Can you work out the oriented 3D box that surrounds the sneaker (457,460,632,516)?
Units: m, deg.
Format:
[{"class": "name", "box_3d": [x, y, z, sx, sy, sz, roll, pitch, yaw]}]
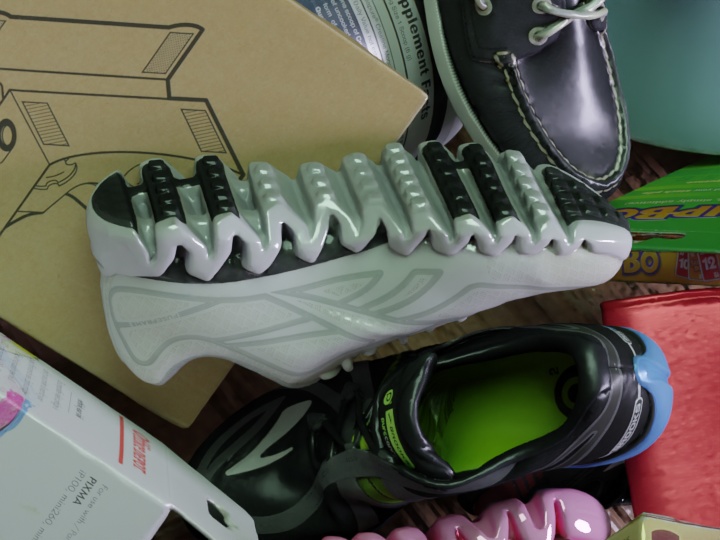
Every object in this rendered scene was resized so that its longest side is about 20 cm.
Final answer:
[{"class": "sneaker", "box_3d": [0.134, 0.065, 1.158, 0.200, 0.071, 0.098, -23, 71, -18]}]

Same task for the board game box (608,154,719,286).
[{"class": "board game box", "box_3d": [0.163, -0.027, 1.189, 0.095, 0.030, 0.200, 3, 14, 37]}]

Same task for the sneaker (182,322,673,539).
[{"class": "sneaker", "box_3d": [0.017, 0.057, 1.093, 0.199, 0.083, 0.071, -16, 72, 22]}]

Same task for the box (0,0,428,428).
[{"class": "box", "box_3d": [-0.101, -0.055, 1.077, 0.200, 0.164, 0.021, 33, 8, -20]}]

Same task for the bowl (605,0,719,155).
[{"class": "bowl", "box_3d": [0.161, -0.147, 1.267, 0.201, 0.105, 0.201, 0, 37, 0]}]

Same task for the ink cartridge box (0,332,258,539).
[{"class": "ink cartridge box", "box_3d": [-0.133, 0.067, 1.034, 0.200, 0.116, 0.068, 34, 94, -7]}]

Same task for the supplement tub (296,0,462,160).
[{"class": "supplement tub", "box_3d": [-0.040, -0.091, 1.195, 0.200, 0.140, 0.140, -28, 63, -28]}]

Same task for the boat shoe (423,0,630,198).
[{"class": "boat shoe", "box_3d": [0.065, -0.120, 1.143, 0.074, 0.060, 0.200, -16, 87, -39]}]

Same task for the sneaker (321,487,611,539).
[{"class": "sneaker", "box_3d": [0.015, 0.147, 1.078, 0.200, 0.079, 0.095, -12, 68, -18]}]

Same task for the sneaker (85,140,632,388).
[{"class": "sneaker", "box_3d": [0.000, 0.000, 1.071, 0.200, 0.081, 0.075, -2, 25, -3]}]

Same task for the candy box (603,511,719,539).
[{"class": "candy box", "box_3d": [0.136, 0.192, 0.983, 0.115, 0.055, 0.200, 11, 62, -20]}]

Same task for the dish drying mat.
[{"class": "dish drying mat", "box_3d": [0.145, 0.105, 1.109, 0.077, 0.018, 0.200, -7, 81, -8]}]
